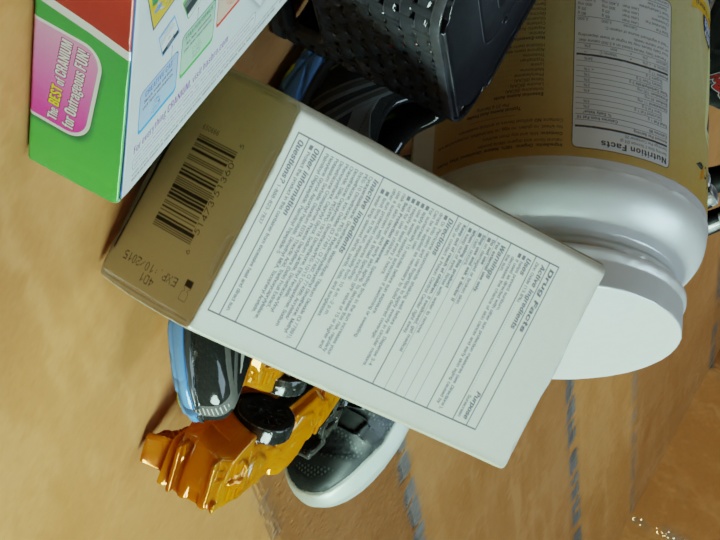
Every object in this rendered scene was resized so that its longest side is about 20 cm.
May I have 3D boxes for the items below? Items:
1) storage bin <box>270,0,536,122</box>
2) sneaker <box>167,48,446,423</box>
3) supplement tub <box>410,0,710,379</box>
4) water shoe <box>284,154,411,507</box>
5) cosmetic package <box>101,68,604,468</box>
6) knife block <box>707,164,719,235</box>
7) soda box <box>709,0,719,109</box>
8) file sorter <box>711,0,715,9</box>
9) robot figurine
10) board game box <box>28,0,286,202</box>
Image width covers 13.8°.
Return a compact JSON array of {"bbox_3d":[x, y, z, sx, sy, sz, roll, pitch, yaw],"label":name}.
[{"bbox_3d":[0.045,-0.181,1.256,0.201,0.093,0.135,-60,166,-13],"label":"storage bin"},{"bbox_3d":[-0.023,-0.020,1.317,0.200,0.082,0.071,-59,166,-19],"label":"sneaker"},{"bbox_3d":[0.096,-0.062,1.429,0.145,0.144,0.201,83,10,-67],"label":"supplement tub"},{"bbox_3d":[0.000,0.027,1.579,0.079,0.071,0.201,24,94,-49],"label":"water shoe"},{"bbox_3d":[0.000,0.000,1.255,0.200,0.071,0.106,28,91,-42],"label":"cosmetic package"},{"bbox_3d":[0.114,-0.029,1.626,0.064,0.175,0.201,-49,161,-43],"label":"knife block"},{"bbox_3d":[0.227,-0.117,1.582,0.064,0.071,0.200,-68,168,14],"label":"soda box"},{"bbox_3d":[0.171,-0.231,1.575,0.139,0.124,0.201,-46,158,-55],"label":"file sorter"},{"bbox_3d":[-0.029,0.030,1.444,0.200,0.058,0.146,-41,154,-58],"label":"robot figurine"},{"bbox_3d":[-0.057,-0.143,1.047,0.153,0.040,0.200,-53,163,-38],"label":"board game box"}]
